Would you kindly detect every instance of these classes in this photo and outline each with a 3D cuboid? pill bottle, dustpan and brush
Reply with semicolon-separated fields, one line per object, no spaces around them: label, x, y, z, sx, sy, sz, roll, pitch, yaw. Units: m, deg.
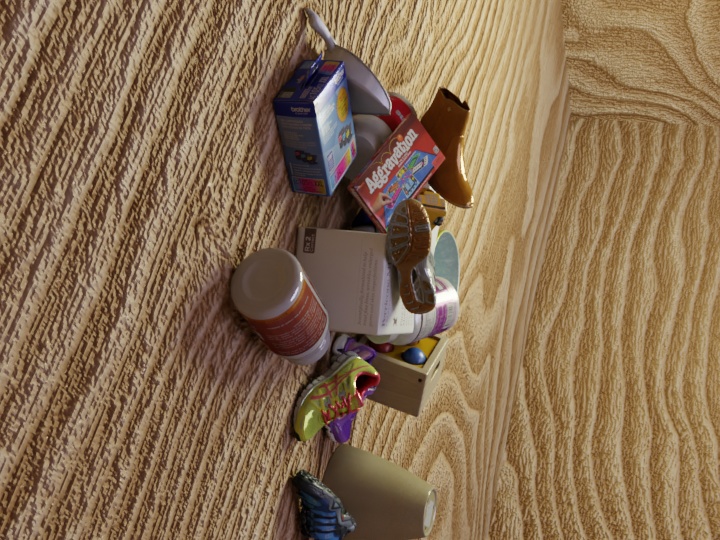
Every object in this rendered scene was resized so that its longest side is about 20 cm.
pill bottle;0.093;0.080;1.795;0.198;0.111;0.115;-11;108;-48
pill bottle;-0.111;0.062;1.408;0.201;0.110;0.114;63;38;-56
dustpan and brush;-0.035;-0.340;1.532;0.199;0.139;0.058;40;76;-34
pill bottle;0.025;-0.239;1.690;0.200;0.110;0.114;-53;144;-55

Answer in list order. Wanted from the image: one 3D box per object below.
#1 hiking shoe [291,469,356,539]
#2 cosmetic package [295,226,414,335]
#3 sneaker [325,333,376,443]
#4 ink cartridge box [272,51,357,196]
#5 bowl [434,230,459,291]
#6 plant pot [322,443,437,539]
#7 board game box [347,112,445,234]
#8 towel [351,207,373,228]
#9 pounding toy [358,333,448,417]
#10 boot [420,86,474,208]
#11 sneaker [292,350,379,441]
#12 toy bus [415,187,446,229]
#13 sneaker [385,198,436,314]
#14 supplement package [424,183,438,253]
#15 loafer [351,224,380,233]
hiking shoe;-0.075;0.436;1.676;0.087;0.074;0.201;-45;131;-16
cosmetic package;-0.005;0.020;1.609;0.199;0.162;0.169;5;90;-70
sneaker;-0.014;0.225;1.763;0.080;0.087;0.205;5;93;-71
ink cartridge box;-0.071;-0.240;1.484;0.137;0.075;0.203;-62;149;-46
bowl;0.141;0.010;2.082;0.199;0.106;0.205;3;90;-66
plant pot;0.044;0.450;1.829;0.187;0.196;0.192;7;90;-70
board game box;0.064;-0.168;1.604;0.103;0.019;0.201;50;58;-20
towel;0.061;-0.154;1.729;0.148;0.049;0.200;-54;-179;-28
pounding toy;0.073;0.155;1.883;0.200;0.181;0.145;-47;152;-58
boot;0.167;-0.226;1.704;0.070;0.203;0.145;-5;138;-35
sneaker;-0.041;0.225;1.646;0.200;0.089;0.079;-47;143;-29
toy bus;0.091;-0.091;1.734;0.200;0.064;0.080;128;-34;-56
sneaker;0.082;-0.032;1.526;0.088;0.074;0.203;-84;169;-60
supplement package;0.089;-0.087;1.906;0.117;0.115;0.204;43;56;-64
loafer;0.000;0.000;1.784;0.072;0.061;0.203;-103;-161;-56
